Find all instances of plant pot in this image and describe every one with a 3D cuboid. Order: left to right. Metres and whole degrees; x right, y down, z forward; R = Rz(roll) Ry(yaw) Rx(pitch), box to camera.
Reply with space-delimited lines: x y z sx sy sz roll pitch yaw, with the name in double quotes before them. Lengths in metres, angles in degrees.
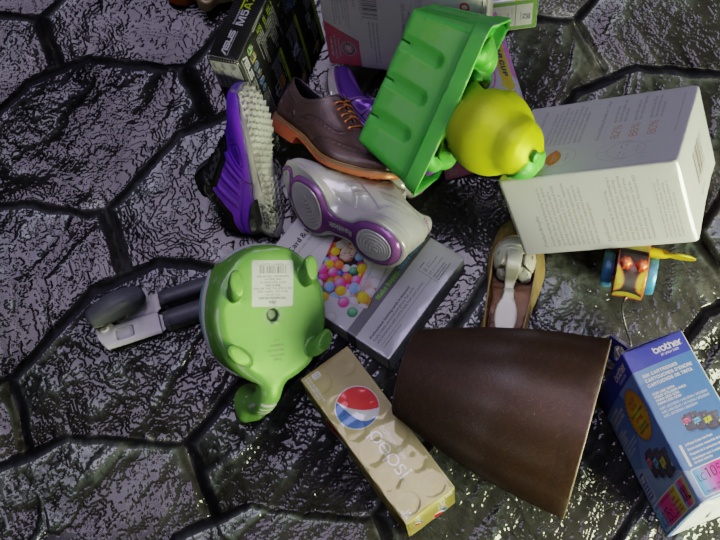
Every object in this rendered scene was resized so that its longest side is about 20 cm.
"plant pot" 0.139 0.135 1.125 0.198 0.187 0.188 15 67 12

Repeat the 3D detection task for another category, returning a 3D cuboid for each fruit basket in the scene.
"fruit basket" 0.121 -0.173 1.186 0.213 0.155 0.218 5 108 17

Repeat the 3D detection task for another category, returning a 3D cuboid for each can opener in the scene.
"can opener" -0.222 0.038 1.276 0.198 0.067 0.054 -18 65 -3

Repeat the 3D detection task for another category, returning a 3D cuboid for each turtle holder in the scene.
"turtle holder" -0.109 0.062 1.213 0.140 0.131 0.187 -33 108 -24

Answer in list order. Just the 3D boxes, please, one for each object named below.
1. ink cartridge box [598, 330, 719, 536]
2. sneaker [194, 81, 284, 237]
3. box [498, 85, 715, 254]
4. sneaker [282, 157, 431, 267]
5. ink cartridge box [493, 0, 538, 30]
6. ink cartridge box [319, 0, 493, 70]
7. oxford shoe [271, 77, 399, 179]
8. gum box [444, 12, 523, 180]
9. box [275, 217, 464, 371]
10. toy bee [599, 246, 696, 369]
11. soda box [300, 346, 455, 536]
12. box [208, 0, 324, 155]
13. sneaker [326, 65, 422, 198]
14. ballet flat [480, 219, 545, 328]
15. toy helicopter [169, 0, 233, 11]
"ink cartridge box" 0.318 0.156 1.126 0.076 0.137 0.202 -17 64 -8
"sneaker" -0.153 -0.125 1.284 0.098 0.202 0.070 2 35 14
"box" 0.278 -0.110 1.210 0.198 0.107 0.153 -4 37 31
"sneaker" -0.006 -0.075 1.275 0.199 0.075 0.099 34 45 24
"ink cartridge box" 0.129 -0.367 1.431 0.198 0.059 0.105 -7 60 2
"ink cartridge box" 0.058 -0.313 1.296 0.198 0.147 0.083 10 57 12
"oxford shoe" -0.027 -0.166 1.280 0.199 0.071 0.074 31 112 29
"gum box" 0.138 -0.225 1.363 0.112 0.066 0.202 -13 64 1
"box" 0.000 0.000 1.287 0.199 0.041 0.156 33 71 20
"toy bee" 0.313 -0.007 1.220 0.129 0.109 0.202 -8 63 1
"soda box" 0.019 0.186 1.184 0.067 0.064 0.200 -34 65 -10
"box" -0.110 -0.276 1.339 0.047 0.200 0.195 12 67 15
"sneaker" 0.032 -0.181 1.343 0.083 0.081 0.201 -39 73 5
"ballet flat" 0.176 0.020 1.246 0.068 0.063 0.202 6 65 8
"toy helicopter" -0.166 -0.394 1.484 0.199 0.079 0.133 36 64 9
